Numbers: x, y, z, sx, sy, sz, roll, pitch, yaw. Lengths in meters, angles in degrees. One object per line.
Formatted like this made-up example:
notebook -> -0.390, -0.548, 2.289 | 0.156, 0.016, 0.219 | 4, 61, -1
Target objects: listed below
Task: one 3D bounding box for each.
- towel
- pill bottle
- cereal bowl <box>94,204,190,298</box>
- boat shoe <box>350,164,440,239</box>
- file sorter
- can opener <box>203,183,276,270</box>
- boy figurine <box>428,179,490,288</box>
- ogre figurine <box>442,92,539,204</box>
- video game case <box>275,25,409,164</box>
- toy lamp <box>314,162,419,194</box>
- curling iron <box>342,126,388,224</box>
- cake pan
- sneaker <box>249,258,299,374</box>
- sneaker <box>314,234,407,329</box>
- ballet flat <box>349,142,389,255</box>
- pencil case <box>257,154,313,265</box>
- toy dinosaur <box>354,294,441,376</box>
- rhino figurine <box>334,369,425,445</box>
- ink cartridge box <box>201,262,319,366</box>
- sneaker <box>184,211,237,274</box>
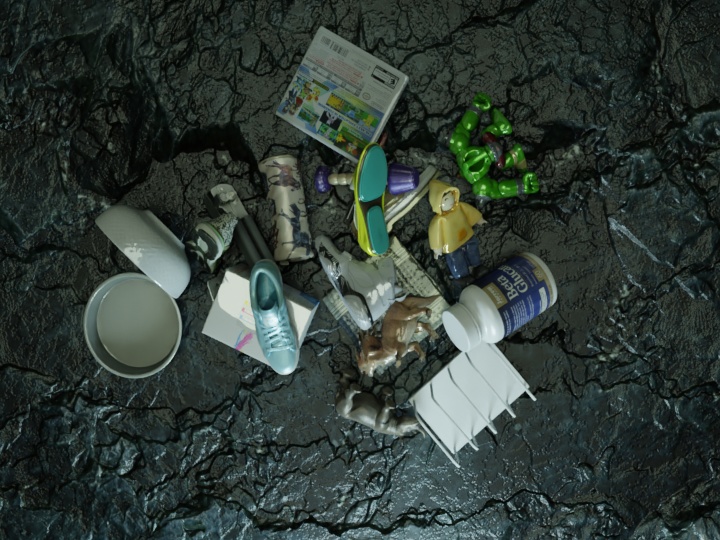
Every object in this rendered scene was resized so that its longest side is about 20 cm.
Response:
towel -> 0.054, 0.065, 1.305 | 0.199, 0.035, 0.194 | -40, 89, 7
pill bottle -> 0.248, 0.060, 1.221 | 0.197, 0.111, 0.113 | -30, 94, -17
cereal bowl -> -0.382, -0.047, 1.235 | 0.200, 0.200, 0.083 | 45, 79, -1
boat shoe -> 0.064, -0.129, 1.261 | 0.068, 0.075, 0.200 | 44, 89, 3
file sorter -> 0.207, 0.243, 1.263 | 0.199, 0.125, 0.139 | -42, 92, 6
can opener -> -0.226, -0.077, 1.278 | 0.202, 0.052, 0.067 | 57, 135, 15
boy figurine -> 0.179, -0.076, 1.240 | 0.122, 0.064, 0.204 | -27, 113, -15
ogre figurine -> 0.231, -0.213, 1.237 | 0.118, 0.098, 0.204 | -28, 105, -7
video game case -> -0.035, -0.325, 1.262 | 0.197, 0.022, 0.185 | 31, 96, 8
toy lamp -> 0.012, -0.166, 1.233 | 0.195, 0.058, 0.060 | 1, 96, 26
curling iron -> 0.005, -0.187, 1.284 | 0.048, 0.026, 0.205 | 18, 96, 10
cake pan -> -0.440, 0.105, 1.323 | 0.194, 0.037, 0.207 | 0, 95, 3
sneaker -> -0.155, 0.085, 1.158 | 0.072, 0.082, 0.205 | -15, 94, 4
sneaker -> 0.000, 0.000, 1.254 | 0.113, 0.075, 0.202 | -30, 69, -6
ballet flat -> 0.010, -0.125, 1.187 | 0.066, 0.067, 0.205 | -20, 118, -31
pencil case -> -0.140, -0.112, 1.271 | 0.076, 0.089, 0.206 | -12, 96, -31
toy dinosaur -> 0.064, 0.107, 1.255 | 0.134, 0.086, 0.203 | 25, 78, 38
rhino figurine -> 0.038, 0.273, 1.302 | 0.196, 0.060, 0.089 | 26, 120, -1
ink cartridge box -> -0.194, 0.079, 1.265 | 0.196, 0.129, 0.128 | 25, 96, 1
sneaker -> -0.262, -0.055, 1.237 | 0.088, 0.199, 0.077 | -42, 97, -23
